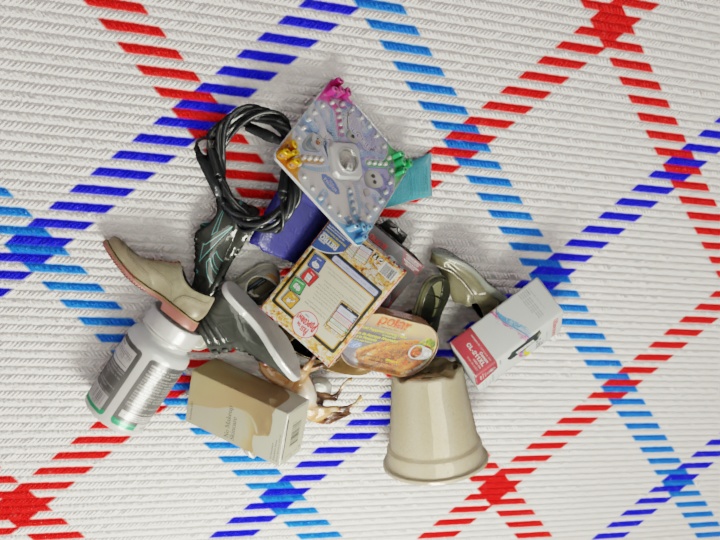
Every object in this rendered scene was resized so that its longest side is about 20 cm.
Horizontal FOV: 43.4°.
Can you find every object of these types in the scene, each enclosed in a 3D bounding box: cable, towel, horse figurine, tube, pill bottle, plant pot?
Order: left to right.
[{"bbox_3d":[-0.352,0.158,1.482,0.113,0.113,0.201,32,98,-27],"label":"pill bottle"},{"bbox_3d":[-0.159,-0.154,1.413,0.162,0.051,0.201,-28,86,4],"label":"cable"},{"bbox_3d":[-0.087,-0.111,1.488,0.147,0.049,0.201,24,100,-47],"label":"towel"},{"bbox_3d":[-0.079,0.202,1.561,0.132,0.050,0.201,-28,121,-2],"label":"horse figurine"},{"bbox_3d":[0.050,-0.138,1.525,0.199,0.050,0.078,-21,123,-35],"label":"tube"},{"bbox_3d":[0.130,0.266,1.667,0.198,0.200,0.185,-10,103,-15],"label":"plant pot"}]

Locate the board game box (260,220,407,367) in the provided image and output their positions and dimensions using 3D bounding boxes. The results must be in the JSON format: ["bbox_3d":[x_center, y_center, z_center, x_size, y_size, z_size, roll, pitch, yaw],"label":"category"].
[{"bbox_3d":[-0.044,0.031,1.478,0.151,0.046,0.200,40,95,4],"label":"board game box"}]

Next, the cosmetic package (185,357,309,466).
[{"bbox_3d":[-0.192,0.236,1.526,0.071,0.198,0.106,-24,129,-59],"label":"cosmetic package"}]

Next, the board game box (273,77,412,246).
[{"bbox_3d":[-0.019,-0.175,1.429,0.200,0.026,0.201,46,53,-20],"label":"board game box"}]

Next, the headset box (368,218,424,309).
[{"bbox_3d":[0.000,0.000,1.565,0.149,0.077,0.200,38,96,-28],"label":"headset box"}]

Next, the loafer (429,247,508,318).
[{"bbox_3d":[0.192,0.031,1.646,0.200,0.075,0.070,37,91,-28],"label":"loafer"}]

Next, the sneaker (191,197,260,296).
[{"bbox_3d":[-0.241,-0.031,1.481,0.079,0.075,0.201,30,96,-9],"label":"sneaker"}]

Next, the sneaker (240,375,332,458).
[{"bbox_3d":[-0.129,0.267,1.613,0.199,0.100,0.075,-35,117,-5],"label":"sneaker"}]

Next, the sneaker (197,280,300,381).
[{"bbox_3d":[-0.188,0.120,1.488,0.099,0.071,0.200,-37,102,17],"label":"sneaker"}]

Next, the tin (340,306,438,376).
[{"bbox_3d":[0.046,0.121,1.571,0.199,0.042,0.112,17,116,-33],"label":"tin"}]

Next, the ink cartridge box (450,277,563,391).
[{"bbox_3d":[0.271,0.120,1.666,0.199,0.083,0.146,-36,159,-2],"label":"ink cartridge box"}]

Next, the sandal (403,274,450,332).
[{"bbox_3d":[0.104,0.087,1.646,0.079,0.057,0.202,-2,124,-42],"label":"sandal"}]

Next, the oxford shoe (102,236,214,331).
[{"bbox_3d":[-0.319,0.006,1.440,0.200,0.070,0.075,42,89,-7],"label":"oxford shoe"}]

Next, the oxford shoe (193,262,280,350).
[{"bbox_3d":[-0.215,0.064,1.525,0.199,0.058,0.075,-38,120,0],"label":"oxford shoe"}]

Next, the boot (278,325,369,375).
[{"bbox_3d":[-0.054,0.151,1.608,0.199,0.075,0.074,24,100,-27],"label":"boot"}]
